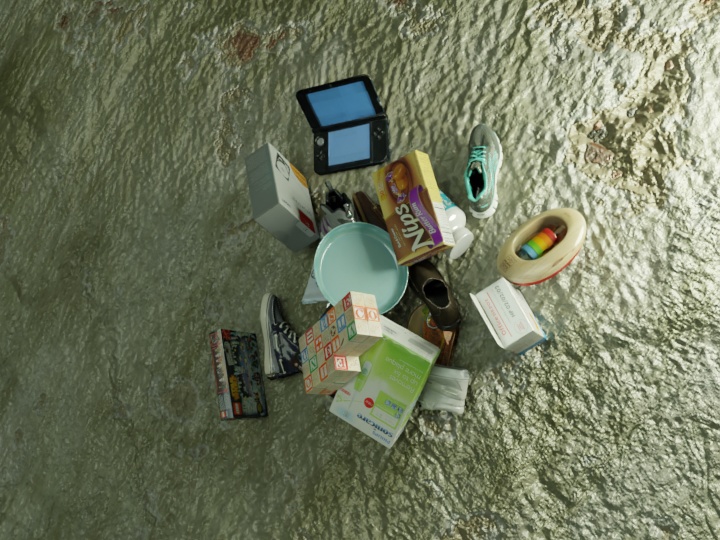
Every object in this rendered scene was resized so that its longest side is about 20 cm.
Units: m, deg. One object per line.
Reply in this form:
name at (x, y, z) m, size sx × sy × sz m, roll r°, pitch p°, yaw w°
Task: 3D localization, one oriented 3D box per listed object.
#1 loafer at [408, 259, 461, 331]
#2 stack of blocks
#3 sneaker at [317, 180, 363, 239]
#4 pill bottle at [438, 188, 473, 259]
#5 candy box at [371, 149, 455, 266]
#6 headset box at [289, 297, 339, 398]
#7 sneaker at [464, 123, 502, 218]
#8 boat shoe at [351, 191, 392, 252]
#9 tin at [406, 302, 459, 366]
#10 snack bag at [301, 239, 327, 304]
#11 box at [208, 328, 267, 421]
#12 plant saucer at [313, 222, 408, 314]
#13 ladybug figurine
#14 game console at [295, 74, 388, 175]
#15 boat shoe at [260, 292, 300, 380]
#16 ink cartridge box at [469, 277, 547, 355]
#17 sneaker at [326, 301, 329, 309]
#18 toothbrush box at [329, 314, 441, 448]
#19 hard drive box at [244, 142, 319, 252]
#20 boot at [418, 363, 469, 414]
loafer at (0.152, 0.032, 1.377) m, size 0.072 × 0.072 × 0.201 m, roll -25°, pitch 47°, yaw -7°
stack of blocks at (-0.039, 0.141, 1.251) m, size 0.200 × 0.058 × 0.117 m, roll -44°, pitch 47°, yaw 42°
sneaker at (-0.057, -0.132, 1.473) m, size 0.077 × 0.142 × 0.199 m, roll -30°, pitch 22°, yaw -22°
pill bottle at (0.148, -0.115, 1.413) m, size 0.111 × 0.110 × 0.200 m, roll -47°, pitch 65°, yaw 10°
candy box at (0.105, -0.124, 1.343) m, size 0.115 × 0.056 × 0.204 m, roll -23°, pitch 75°, yaw 31°
headset box at (-0.032, 0.154, 1.391) m, size 0.148 × 0.077 × 0.201 m, roll 37°, pitch 110°, yaw 2°
sneaker at (0.253, -0.217, 1.392) m, size 0.076 × 0.091 × 0.204 m, roll -5°, pitch 78°, yaw 24°
boat shoe at (0.037, -0.108, 1.476) m, size 0.069 × 0.071 × 0.202 m, roll -23°, pitch 52°, yaw -2°
tin at (0.143, 0.167, 1.403) m, size 0.110 × 0.042 × 0.204 m, roll 14°, pitch 87°, yaw 23°
snack bag at (-0.026, -0.007, 1.480) m, size 0.185 × 0.022 × 0.203 m, roll -4°, pitch 50°, yaw 23°
box at (-0.281, 0.242, 1.538) m, size 0.039 × 0.136 × 0.204 m, roll -19°, pitch 73°, yaw 23°
plant saucer at (0.000, 0.000, 1.354) m, size 0.196 × 0.027 × 0.204 m, roll 4°, pitch 71°, yaw -12°
ladybug figurine at (0.356, -0.038, 1.302) m, size 0.199 × 0.072 × 0.136 m, roll -36°, pitch 42°, yaw 2°
game console at (-0.045, -0.333, 1.545) m, size 0.196 × 0.118 × 0.174 m, roll -7°, pitch 77°, yaw 25°
boat shoe at (-0.175, 0.150, 1.548) m, size 0.091 × 0.075 × 0.204 m, roll -7°, pitch 85°, yaw 17°
ink cartridge box at (0.283, 0.087, 1.258) m, size 0.067 × 0.199 × 0.116 m, roll -33°, pitch 68°, yaw 15°
sneaker at (-0.012, 0.128, 1.472) m, size 0.112 × 0.072 × 0.205 m, roll -6°, pitch 88°, yaw 21°
toothbrush box at (0.047, 0.214, 1.293) m, size 0.144 × 0.086 × 0.203 m, roll 29°, pitch 111°, yaw 14°
hard drive box at (-0.182, -0.167, 1.529) m, size 0.076 × 0.156 × 0.203 m, roll -29°, pitch 51°, yaw 18°
boot at (0.120, 0.234, 1.342) m, size 0.197 × 0.073 × 0.098 m, roll 6°, pitch 89°, yaw 30°
